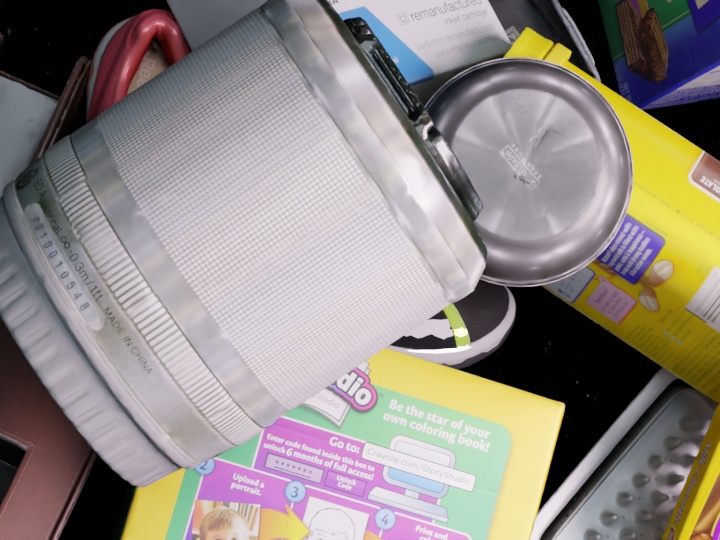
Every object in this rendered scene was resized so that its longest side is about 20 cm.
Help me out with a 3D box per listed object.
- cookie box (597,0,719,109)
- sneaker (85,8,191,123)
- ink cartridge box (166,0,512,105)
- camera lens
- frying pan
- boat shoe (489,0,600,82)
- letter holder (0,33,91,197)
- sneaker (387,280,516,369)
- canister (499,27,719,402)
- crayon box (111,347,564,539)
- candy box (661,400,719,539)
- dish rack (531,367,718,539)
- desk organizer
[{"bbox_3d":[0.190,-0.190,1.127,0.075,0.200,0.172,-12,86,-14],"label":"cookie box"},{"bbox_3d":[-0.125,-0.045,1.094,0.073,0.087,0.201,6,82,-11],"label":"sneaker"},{"bbox_3d":[-0.031,-0.172,1.096,0.145,0.084,0.201,-21,81,-42],"label":"ink cartridge box"},{"bbox_3d":[-0.055,-0.017,0.933,0.199,0.160,0.160,-33,91,1],"label":"camera lens"},{"bbox_3d":[0.044,-0.039,1.018,0.189,0.031,0.116,-17,85,-5],"label":"frying pan"},{"bbox_3d":[0.065,-0.164,1.163,0.072,0.068,0.200,-36,92,-15],"label":"boat shoe"},{"bbox_3d":[-0.221,-0.026,1.040,0.100,0.142,0.201,24,79,-9],"label":"letter holder"},{"bbox_3d":[0.000,0.000,1.101,0.199,0.072,0.083,5,124,-23],"label":"sneaker"},{"bbox_3d":[0.142,-0.025,1.105,0.199,0.149,0.087,34,70,4],"label":"canister"},{"bbox_3d":[-0.017,0.122,1.038,0.199,0.058,0.174,18,77,-8],"label":"crayon box"},{"bbox_3d":[0.208,0.151,1.084,0.102,0.026,0.201,12,115,-12],"label":"candy box"},{"bbox_3d":[0.197,0.168,1.167,0.200,0.044,0.172,44,77,-5],"label":"dish rack"},{"bbox_3d":[-0.189,0.124,1.040,0.077,0.072,0.201,26,61,-6],"label":"desk organizer"}]
